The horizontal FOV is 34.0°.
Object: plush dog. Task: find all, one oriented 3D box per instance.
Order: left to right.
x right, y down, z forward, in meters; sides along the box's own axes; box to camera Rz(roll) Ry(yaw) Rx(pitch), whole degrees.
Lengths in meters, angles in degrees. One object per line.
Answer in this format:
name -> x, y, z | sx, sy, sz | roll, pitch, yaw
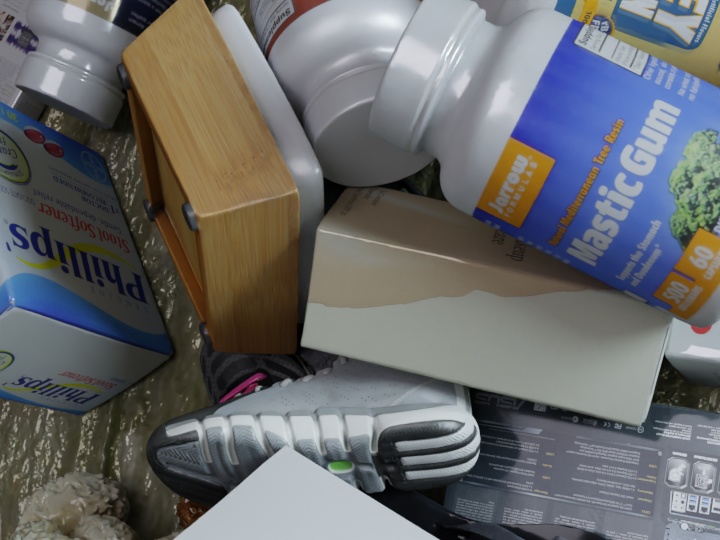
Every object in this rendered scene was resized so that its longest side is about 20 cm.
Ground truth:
plush dog -> -0.154, 0.225, 0.779 | 0.171, 0.161, 0.201 | -3, 73, 1

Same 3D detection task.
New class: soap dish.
soap dish -> -0.086, -0.049, 0.738 | 0.081, 0.200, 0.158 | -21, 63, -15

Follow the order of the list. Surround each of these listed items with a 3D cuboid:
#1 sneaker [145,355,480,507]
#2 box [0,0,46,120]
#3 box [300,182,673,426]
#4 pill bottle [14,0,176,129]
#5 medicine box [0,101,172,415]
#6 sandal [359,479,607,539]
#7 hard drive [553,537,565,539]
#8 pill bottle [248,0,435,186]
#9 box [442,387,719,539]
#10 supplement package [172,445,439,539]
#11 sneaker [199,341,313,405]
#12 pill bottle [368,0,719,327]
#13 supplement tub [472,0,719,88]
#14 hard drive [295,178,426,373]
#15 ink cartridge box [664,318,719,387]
sneaker -> -0.026, 0.082, 0.726 | 0.199, 0.075, 0.116 | -4, 39, 7
box -> -0.322, -0.185, 1.027 | 0.144, 0.036, 0.200 | 30, 89, 30
box -> 0.075, 0.016, 0.685 | 0.199, 0.095, 0.078 | 12, 114, 7
pill bottle -> -0.195, -0.219, 0.929 | 0.111, 0.111, 0.201 | 20, 85, 29
medicine box -> -0.253, -0.013, 0.859 | 0.103, 0.182, 0.200 | -33, 64, 15
sandal -> 0.066, 0.172, 0.671 | 0.200, 0.043, 0.076 | 10, 81, 28
hard drive -> 0.132, 0.254, 0.612 | 0.139, 0.038, 0.201 | 19, 107, 10
pill bottle -> -0.010, -0.156, 0.727 | 0.112, 0.112, 0.200 | -26, 59, 18
box -> 0.146, 0.155, 0.690 | 0.199, 0.051, 0.158 | 5, 78, 27
supplement package -> -0.034, 0.225, 0.661 | 0.121, 0.200, 0.120 | 27, 45, 29
sneaker -> -0.064, 0.113, 0.784 | 0.074, 0.087, 0.200 | -33, 64, 15
pill bottle -> 0.109, -0.063, 0.595 | 0.200, 0.112, 0.112 | 26, 88, 5
supplement tub -> 0.174, -0.177, 0.675 | 0.199, 0.145, 0.145 | 8, 76, -10
hard drive -> 0.000, 0.000, 0.814 | 0.140, 0.038, 0.200 | -49, 60, 7
ink cartridge box -> 0.281, 0.000, 0.648 | 0.199, 0.084, 0.146 | 6, 78, 28
